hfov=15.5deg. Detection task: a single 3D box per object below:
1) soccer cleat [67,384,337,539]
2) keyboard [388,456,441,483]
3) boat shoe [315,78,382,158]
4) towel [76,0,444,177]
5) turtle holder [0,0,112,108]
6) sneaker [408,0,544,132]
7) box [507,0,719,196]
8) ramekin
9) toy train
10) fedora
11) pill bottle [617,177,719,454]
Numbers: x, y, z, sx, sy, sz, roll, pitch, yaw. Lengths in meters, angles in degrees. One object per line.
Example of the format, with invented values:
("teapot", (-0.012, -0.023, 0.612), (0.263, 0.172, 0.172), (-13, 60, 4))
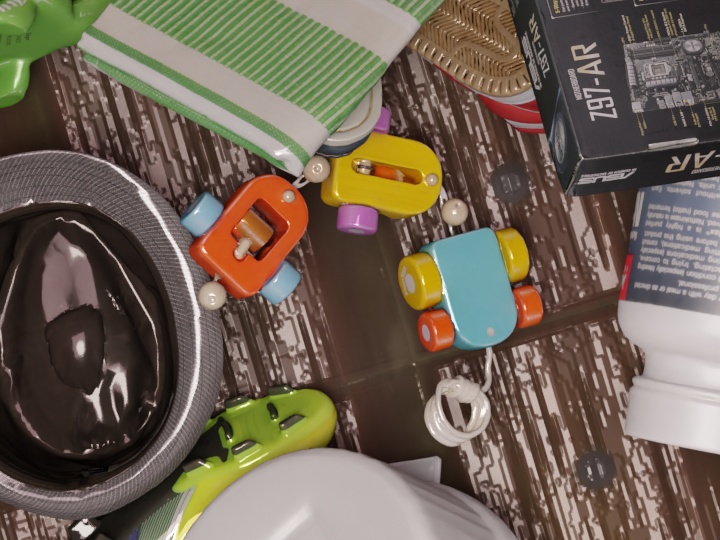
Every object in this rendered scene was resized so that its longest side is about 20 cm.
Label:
("soccer cleat", (-0.089, 0.141, 1.466), (0.200, 0.065, 0.084), (-38, 117, -3))
("keyboard", (0.013, 0.198, 1.426), (0.056, 0.011, 0.201), (-9, 63, 29))
("boat shoe", (-0.053, -0.126, 1.422), (0.075, 0.062, 0.200), (-21, 56, -29))
("towel", (-0.032, -0.152, 1.381), (0.152, 0.023, 0.200), (29, 66, 22))
("turtle holder", (-0.213, -0.173, 1.431), (0.185, 0.141, 0.132), (-10, 72, 13))
("sneaker", (0.052, -0.143, 1.453), (0.200, 0.112, 0.071), (42, 100, 32))
("box", (0.157, -0.144, 1.345), (0.160, 0.044, 0.201), (-9, 67, -13))
("ramekin", (-0.014, 0.190, 1.376), (0.200, 0.098, 0.201), (-16, 59, 29))
("toy train", (0.000, 0.000, 1.428), (0.200, 0.056, 0.150), (38, 71, -14))
("fedora", (-0.161, 0.032, 1.447), (0.176, 0.090, 0.201), (-18, 95, 4))
("pill bottle", (0.201, -0.003, 1.415), (0.119, 0.120, 0.201), (10, 89, 3))
